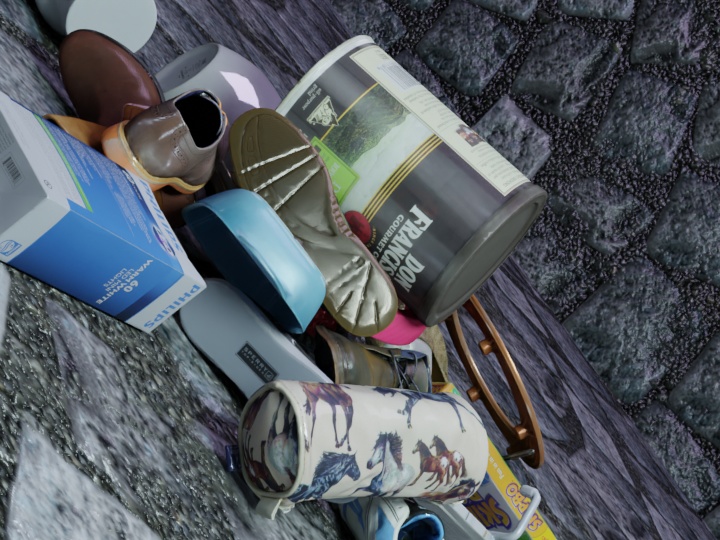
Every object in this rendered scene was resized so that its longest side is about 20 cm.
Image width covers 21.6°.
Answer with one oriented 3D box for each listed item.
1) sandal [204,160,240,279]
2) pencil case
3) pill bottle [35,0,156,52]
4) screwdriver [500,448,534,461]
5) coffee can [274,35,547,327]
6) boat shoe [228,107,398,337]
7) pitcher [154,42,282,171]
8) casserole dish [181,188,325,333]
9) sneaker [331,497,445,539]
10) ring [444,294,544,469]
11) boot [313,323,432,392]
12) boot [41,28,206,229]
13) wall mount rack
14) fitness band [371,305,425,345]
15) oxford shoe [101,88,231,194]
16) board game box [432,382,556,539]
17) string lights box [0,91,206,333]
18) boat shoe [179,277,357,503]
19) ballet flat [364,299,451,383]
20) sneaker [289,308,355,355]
[{"bbox_3d":[-0.103,-0.054,1.570,0.201,0.054,0.080,66,-23,6],"label":"sandal"},{"bbox_3d":[0.004,0.124,1.307,0.199,0.090,0.078,7,10,-44],"label":"pencil case"},{"bbox_3d":[-0.247,-0.276,1.698,0.111,0.111,0.200,42,13,-43],"label":"pill bottle"},{"bbox_3d":[0.118,0.171,1.707,0.028,0.029,0.200,49,-27,-4],"label":"screwdriver"},{"bbox_3d":[0.032,-0.074,1.548,0.200,0.146,0.146,42,8,12],"label":"coffee can"},{"bbox_3d":[-0.044,-0.032,1.479,0.201,0.073,0.065,61,-16,4],"label":"boat shoe"},{"bbox_3d":[-0.113,-0.109,1.714,0.200,0.121,0.172,58,2,-25],"label":"pitcher"},{"bbox_3d":[-0.078,-0.011,1.419,0.121,0.039,0.200,52,-10,-8],"label":"casserole dish"},{"bbox_3d":[0.027,0.189,1.394,0.072,0.072,0.200,45,11,-27],"label":"sneaker"},{"bbox_3d":[0.109,0.088,1.682,0.201,0.019,0.201,61,-9,16],"label":"ring"},{"bbox_3d":[0.013,0.076,1.499,0.200,0.096,0.075,104,-21,-83],"label":"boot"},{"bbox_3d":[-0.208,-0.106,1.455,0.189,0.068,0.200,65,16,2],"label":"boot"},{"bbox_3d":[0.054,0.169,1.611,0.173,0.075,0.200,1,-38,50],"label":"wall mount rack"},{"bbox_3d":[0.000,0.000,1.611,0.143,0.037,0.200,38,17,-4],"label":"fitness band"},{"bbox_3d":[-0.126,-0.103,1.447,0.071,0.073,0.200,60,17,-4],"label":"oxford shoe"},{"bbox_3d":[0.100,0.183,1.691,0.200,0.030,0.095,54,-27,-18],"label":"board game box"},{"bbox_3d":[-0.190,-0.037,1.246,0.103,0.059,0.200,57,11,28],"label":"string lights box"},{"bbox_3d":[-0.058,0.087,1.407,0.200,0.070,0.066,46,10,11],"label":"boat shoe"},{"bbox_3d":[0.054,0.102,1.745,0.065,0.070,0.200,-100,167,-51],"label":"ballet flat"},{"bbox_3d":[-0.024,0.029,1.721,0.096,0.079,0.200,49,10,-28],"label":"sneaker"}]
